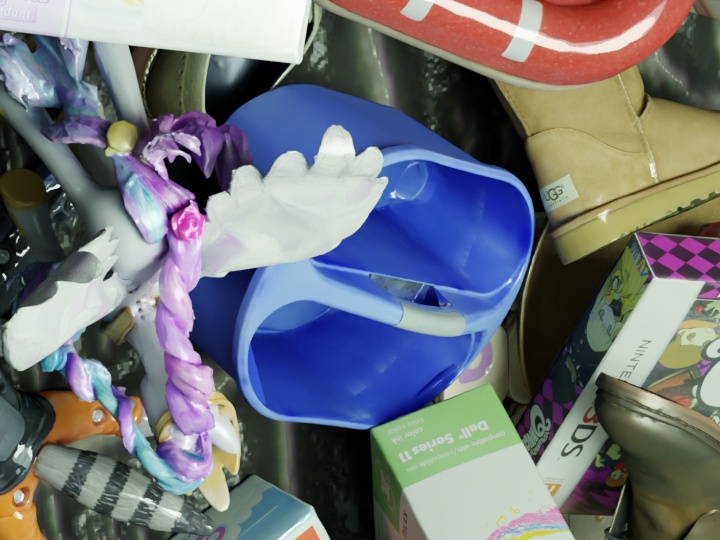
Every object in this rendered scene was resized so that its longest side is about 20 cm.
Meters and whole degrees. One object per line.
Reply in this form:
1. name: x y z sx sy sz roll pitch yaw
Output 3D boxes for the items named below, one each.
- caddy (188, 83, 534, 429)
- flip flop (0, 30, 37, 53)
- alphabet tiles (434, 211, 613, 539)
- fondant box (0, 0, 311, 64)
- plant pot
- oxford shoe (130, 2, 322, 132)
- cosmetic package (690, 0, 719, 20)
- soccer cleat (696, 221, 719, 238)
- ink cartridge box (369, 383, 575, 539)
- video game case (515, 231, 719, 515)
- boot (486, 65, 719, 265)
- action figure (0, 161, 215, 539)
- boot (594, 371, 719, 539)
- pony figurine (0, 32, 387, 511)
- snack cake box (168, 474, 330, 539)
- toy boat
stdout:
1. caddy: 0.000 0.000 1.277 0.200 0.105 0.142 10 112 -55
2. flip flop: -0.114 -0.156 1.226 0.200 0.081 0.058 -36 105 -12
3. alphabet tiles: 0.125 0.060 1.465 0.199 0.015 0.197 -11 109 -29
4. fondant box: -0.111 -0.134 1.081 0.144 0.200 0.059 5 103 -18
5. plant pot: 0.158 0.014 1.447 0.199 0.027 0.201 -9 107 -31
6. oxford shoe: -0.029 -0.142 1.275 0.071 0.074 0.201 31 87 -34
7. cosmetic package: 0.222 -0.172 1.347 0.103 0.200 0.087 -41 122 -14
8. soccer cleat: 0.245 0.037 1.445 0.200 0.076 0.067 34 84 -34
9. ink cartridge box: 0.072 0.170 1.302 0.067 0.200 0.117 -20 145 -12
10. video game case: 0.189 0.058 1.377 0.199 0.036 0.182 5 137 -25
11. boot: 0.117 -0.120 1.347 0.175 0.066 0.201 -22 88 -48
12. action figure: -0.149 0.046 1.234 0.193 0.104 0.201 34 81 -26
13. boot: 0.150 0.125 1.327 0.097 0.075 0.200 -58 138 -8
14. pony figurine: -0.091 -0.016 1.147 0.166 0.201 0.193 -20 157 -18
15. snack cake box: -0.089 0.207 1.342 0.200 0.067 0.115 -37 118 -18
16. toy boat: 0.068 -0.164 1.217 0.199 0.131 0.131 19 70 -23
